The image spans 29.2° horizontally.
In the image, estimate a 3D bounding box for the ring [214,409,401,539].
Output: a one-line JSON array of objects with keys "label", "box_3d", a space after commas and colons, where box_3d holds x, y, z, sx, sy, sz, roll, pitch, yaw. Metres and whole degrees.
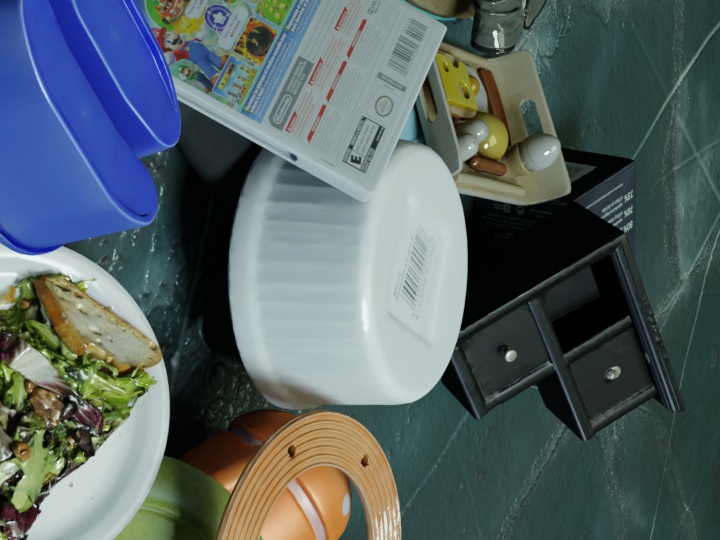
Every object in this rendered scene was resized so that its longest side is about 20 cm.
[{"label": "ring", "box_3d": [-0.035, 0.190, 0.888, 0.200, 0.019, 0.201, -8, 99, -55]}]

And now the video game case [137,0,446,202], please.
[{"label": "video game case", "box_3d": [-0.055, -0.149, 0.877, 0.200, 0.018, 0.144, 29, 63, -10]}]

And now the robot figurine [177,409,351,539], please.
[{"label": "robot figurine", "box_3d": [-0.088, 0.173, 0.949, 0.200, 0.117, 0.144, -37, 121, -23]}]

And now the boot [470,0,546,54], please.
[{"label": "boot", "box_3d": [0.133, -0.269, 1.084, 0.200, 0.068, 0.131, -52, 150, -32]}]

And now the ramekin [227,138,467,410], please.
[{"label": "ramekin", "box_3d": [0.000, 0.000, 0.958, 0.200, 0.097, 0.201, 3, 90, -64]}]

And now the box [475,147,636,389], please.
[{"label": "box", "box_3d": [0.193, -0.003, 1.357, 0.148, 0.104, 0.201, -29, 124, -49]}]

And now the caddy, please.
[{"label": "caddy", "box_3d": [-0.183, -0.101, 0.759, 0.200, 0.105, 0.142, 65, 25, -42]}]

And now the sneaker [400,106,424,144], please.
[{"label": "sneaker", "box_3d": [0.049, -0.057, 1.140, 0.074, 0.082, 0.201, -36, 129, -47]}]

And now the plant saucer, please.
[{"label": "plant saucer", "box_3d": [-0.149, 0.213, 0.854, 0.199, 0.031, 0.201, -1, 94, -12]}]

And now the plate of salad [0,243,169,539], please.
[{"label": "plate of salad", "box_3d": [-0.195, 0.079, 0.789, 0.200, 0.048, 0.201, 4, 83, -35]}]

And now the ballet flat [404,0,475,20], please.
[{"label": "ballet flat", "box_3d": [0.094, -0.239, 1.135, 0.200, 0.072, 0.068, 6, 51, -55]}]

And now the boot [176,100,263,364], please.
[{"label": "boot", "box_3d": [-0.093, -0.057, 0.933, 0.200, 0.065, 0.165, 67, 34, -49]}]

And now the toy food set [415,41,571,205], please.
[{"label": "toy food set", "box_3d": [0.110, -0.138, 1.171, 0.200, 0.060, 0.144, 7, 66, -57]}]

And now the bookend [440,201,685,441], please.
[{"label": "bookend", "box_3d": [0.158, 0.079, 1.228, 0.200, 0.092, 0.199, -29, 118, -9]}]
